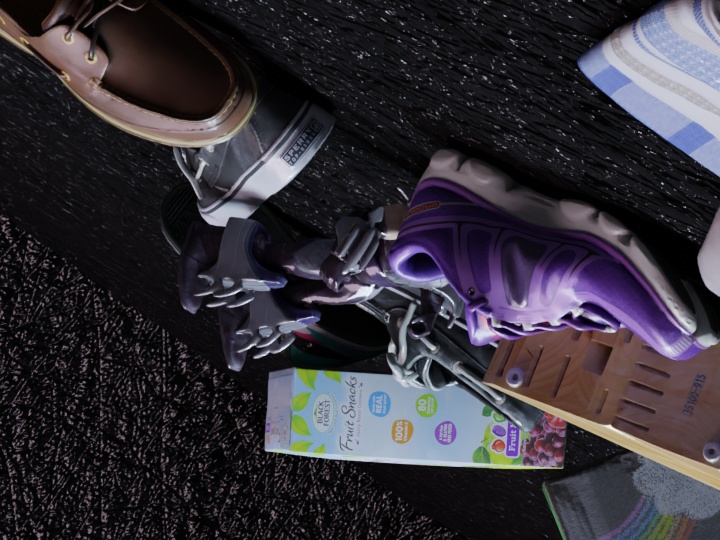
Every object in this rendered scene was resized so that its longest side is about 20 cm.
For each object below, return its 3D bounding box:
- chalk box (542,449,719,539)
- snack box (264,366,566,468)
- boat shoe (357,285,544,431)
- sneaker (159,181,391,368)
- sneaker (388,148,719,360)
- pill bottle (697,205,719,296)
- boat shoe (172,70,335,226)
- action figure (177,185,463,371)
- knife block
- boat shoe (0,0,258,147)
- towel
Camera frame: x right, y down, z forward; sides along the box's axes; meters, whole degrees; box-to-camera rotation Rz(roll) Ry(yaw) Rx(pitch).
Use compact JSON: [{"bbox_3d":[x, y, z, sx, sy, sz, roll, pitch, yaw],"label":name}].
[{"bbox_3d":[0.210,0.211,1.822,0.124,0.124,0.200,55,-167,-73],"label":"chalk box"},{"bbox_3d":[0.037,0.108,2.127,0.199,0.068,0.169,5,176,-7],"label":"snack box"},{"bbox_3d":[0.049,0.048,1.924,0.199,0.068,0.074,28,172,31],"label":"boat shoe"},{"bbox_3d":[-0.057,0.008,2.152,0.200,0.084,0.121,30,163,5],"label":"sneaker"},{"bbox_3d":[0.095,0.009,1.456,0.200,0.084,0.081,24,170,44],"label":"sneaker"},{"bbox_3d":[0.206,0.005,0.823,0.200,0.112,0.112,31,173,9],"label":"pill bottle"},{"bbox_3d":[-0.073,-0.072,1.671,0.068,0.074,0.199,39,170,-6],"label":"boat shoe"},{"bbox_3d":[0.000,0.000,1.640,0.200,0.070,0.130,-11,149,29],"label":"action figure"},{"bbox_3d":[0.186,0.079,1.527,0.200,0.064,0.176,20,173,29],"label":"knife block"},{"bbox_3d":[-0.146,-0.131,1.579,0.200,0.072,0.068,32,176,21],"label":"boat shoe"},{"bbox_3d":[0.157,-0.047,1.044,0.147,0.024,0.200,34,173,-6],"label":"towel"}]
